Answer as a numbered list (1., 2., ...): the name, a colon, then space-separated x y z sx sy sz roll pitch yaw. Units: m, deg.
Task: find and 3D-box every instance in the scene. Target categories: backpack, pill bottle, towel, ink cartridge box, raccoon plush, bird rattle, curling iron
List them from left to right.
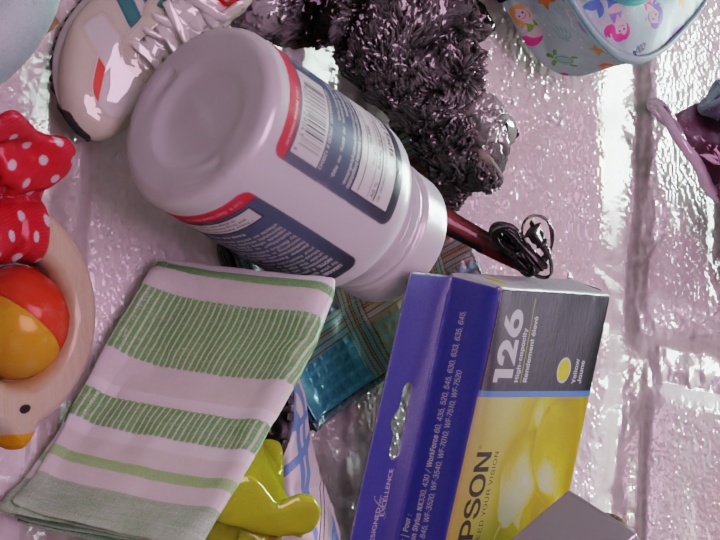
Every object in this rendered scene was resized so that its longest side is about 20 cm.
1. bird rattle: -0.218 0.010 1.440 0.163 0.112 0.201 54 43 -38
2. towel: -0.111 0.076 1.475 0.200 0.152 0.023 -59 137 -30
3. bird rattle: -0.080 0.204 1.499 0.113 0.162 0.201 -72 150 -75
4. pill bottle: -0.039 -0.056 1.538 0.200 0.119 0.120 32 64 -46
5. towel: 0.000 0.000 1.662 0.200 0.022 0.147 -34 106 -38
6. raccoon plush: 0.013 -0.110 1.655 0.199 0.097 0.135 -1 81 -11
7. curling iron: 0.043 -0.051 1.646 0.199 0.050 0.026 27 44 0
8. ink cartridge box: 0.083 0.103 1.640 0.200 0.047 0.199 2 103 -56
9. backpack: 0.169 -0.245 1.766 0.178 0.150 0.201 -45 117 -36

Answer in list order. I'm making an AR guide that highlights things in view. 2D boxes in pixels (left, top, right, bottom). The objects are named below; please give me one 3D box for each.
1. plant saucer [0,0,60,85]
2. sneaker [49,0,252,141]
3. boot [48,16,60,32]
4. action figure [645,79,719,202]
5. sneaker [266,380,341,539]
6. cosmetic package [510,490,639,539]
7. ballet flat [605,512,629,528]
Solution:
1. plant saucer: -0.264 -0.183 1.384 0.200 0.039 0.202 2 73 -7
2. sneaker: -0.115 -0.165 1.540 0.070 0.093 0.200 49 56 -24
3. boot: -0.279 -0.158 1.427 0.201 0.071 0.144 -39 99 -34
4. action figure: 0.303 -0.036 1.873 0.148 0.134 0.201 -9 121 -6
5. sneaker: -0.048 0.146 1.574 0.072 0.072 0.201 -4 86 -57
6. cosmetic package: 0.102 0.250 1.573 0.200 0.081 0.113 -38 123 -18
7. ballet flat: 0.096 0.216 1.648 0.199 0.067 0.046 -30 78 -17
